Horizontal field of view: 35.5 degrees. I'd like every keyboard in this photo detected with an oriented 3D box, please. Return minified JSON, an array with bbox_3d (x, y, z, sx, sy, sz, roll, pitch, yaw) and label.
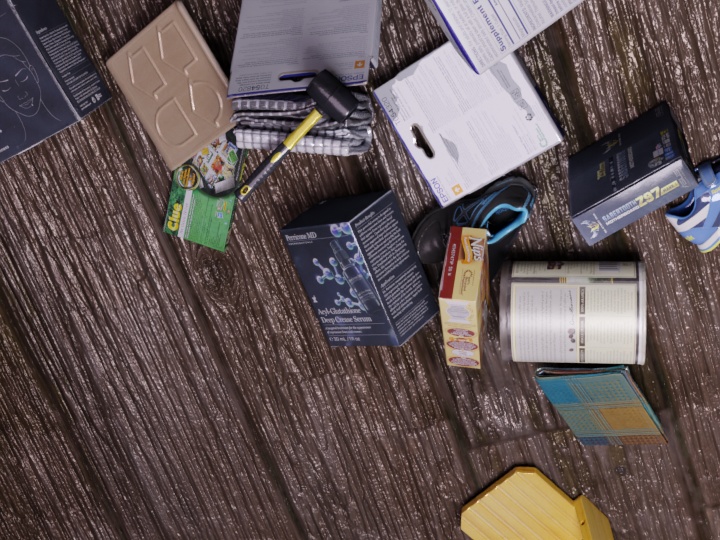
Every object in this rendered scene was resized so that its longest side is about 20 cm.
[{"bbox_3d":[0.164,-0.061,1.644,0.126,0.021,0.201,24,116,-5],"label":"keyboard"}]

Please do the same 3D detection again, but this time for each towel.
[{"bbox_3d":[0.356,0.201,1.653,0.146,0.022,0.200,-6,140,34],"label":"towel"},{"bbox_3d":[-0.076,-0.206,1.533,0.164,0.200,0.086,4,98,11],"label":"towel"}]

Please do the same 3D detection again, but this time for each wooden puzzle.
[{"bbox_3d":[-0.258,-0.264,1.609,0.199,0.046,0.186,-27,96,42],"label":"wooden puzzle"}]

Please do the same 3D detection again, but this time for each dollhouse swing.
[{"bbox_3d":[0.272,0.446,1.770,0.175,0.182,0.200,34,119,-27],"label":"dollhouse swing"}]

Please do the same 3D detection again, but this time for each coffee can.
[{"bbox_3d":[0.301,0.059,1.594,0.198,0.147,0.148,1,114,12],"label":"coffee can"}]

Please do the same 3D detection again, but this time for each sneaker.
[{"bbox_3d":[0.154,-0.063,1.587,0.199,0.082,0.073,-31,112,21],"label":"sneaker"},{"bbox_3d":[0.491,-0.120,1.515,0.082,0.074,0.201,31,115,0],"label":"sneaker"}]

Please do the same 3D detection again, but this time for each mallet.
[{"bbox_3d":[-0.094,-0.170,1.420,0.200,0.041,0.066,-38,94,12],"label":"mallet"}]

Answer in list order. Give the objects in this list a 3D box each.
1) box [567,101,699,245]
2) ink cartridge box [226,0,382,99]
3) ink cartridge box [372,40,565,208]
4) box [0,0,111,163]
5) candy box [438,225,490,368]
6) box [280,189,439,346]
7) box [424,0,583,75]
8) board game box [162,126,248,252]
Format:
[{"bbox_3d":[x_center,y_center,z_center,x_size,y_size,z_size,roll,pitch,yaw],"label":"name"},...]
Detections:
[{"bbox_3d":[0.351,-0.130,1.470,0.157,0.200,0.051,-31,109,24],"label":"box"},{"bbox_3d":[-0.072,-0.305,1.500,0.198,0.202,0.041,-3,149,14],"label":"ink cartridge box"},{"bbox_3d":[0.149,-0.219,1.556,0.199,0.043,0.197,-28,98,24],"label":"ink cartridge box"},{"bbox_3d":[-0.509,-0.282,1.639,0.199,0.124,0.198,-22,109,21],"label":"box"},{"bbox_3d":[0.148,0.041,1.574,0.055,0.116,0.201,6,150,11],"label":"candy box"},{"bbox_3d":[0.000,0.000,1.630,0.148,0.107,0.201,-5,115,45],"label":"box"},{"bbox_3d":[0.171,-0.383,1.397,0.199,0.105,0.184,-35,122,5],"label":"box"},{"bbox_3d":[-0.232,-0.134,1.699,0.104,0.023,0.201,18,116,3],"label":"board game box"}]
